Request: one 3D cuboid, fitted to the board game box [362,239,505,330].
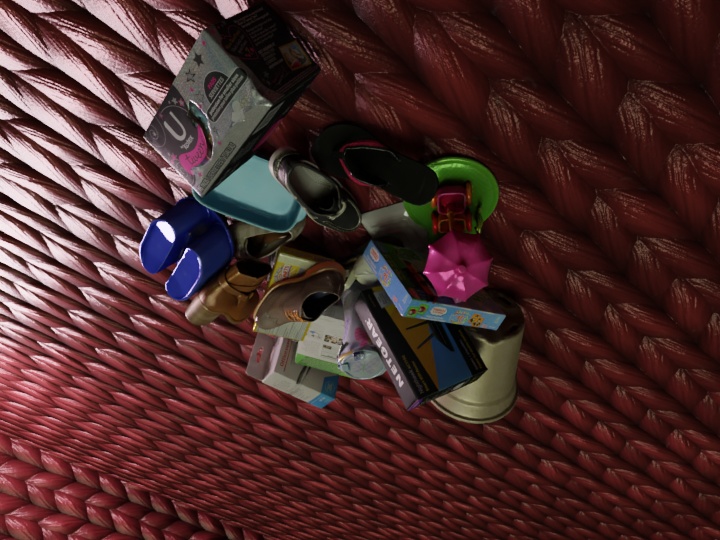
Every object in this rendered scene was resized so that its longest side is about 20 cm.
[{"bbox_3d":[0.116,0.024,0.878,0.197,0.152,0.037,12,119,-35],"label":"board game box"}]

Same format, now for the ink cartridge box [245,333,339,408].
[{"bbox_3d":[-0.145,0.211,1.242,0.198,0.118,0.068,29,138,-21],"label":"ink cartridge box"}]

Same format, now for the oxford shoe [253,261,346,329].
[{"bbox_3d":[-0.111,0.058,0.944,0.198,0.074,0.071,-32,125,25],"label":"oxford shoe"}]

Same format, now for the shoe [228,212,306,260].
[{"bbox_3d":[-0.183,-0.058,0.981,0.197,0.054,0.070,-18,132,32],"label":"shoe"}]

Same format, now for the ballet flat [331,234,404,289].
[{"bbox_3d":[0.000,0.000,0.968,0.068,0.069,0.198,37,144,-25],"label":"ballet flat"}]

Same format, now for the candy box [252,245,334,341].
[{"bbox_3d":[-0.123,0.048,1.003,0.100,0.027,0.202,15,129,-14],"label":"candy box"}]

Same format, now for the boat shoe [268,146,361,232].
[{"bbox_3d":[-0.056,-0.112,0.846,0.074,0.060,0.200,-46,134,0],"label":"boat shoe"}]

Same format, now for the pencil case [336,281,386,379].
[{"bbox_3d":[0.005,0.095,1.000,0.089,0.203,0.084,-13,135,16],"label":"pencil case"}]

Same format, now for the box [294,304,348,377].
[{"bbox_3d":[-0.056,0.144,1.136,0.141,0.037,0.202,15,138,-2],"label":"box"}]

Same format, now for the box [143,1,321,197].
[{"bbox_3d":[-0.169,-0.215,0.710,0.115,0.133,0.199,45,134,-9],"label":"box"}]

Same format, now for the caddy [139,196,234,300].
[{"bbox_3d":[-0.306,-0.040,0.996,0.142,0.105,0.200,46,135,-3],"label":"caddy"}]

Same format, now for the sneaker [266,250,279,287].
[{"bbox_3d":[-0.139,0.027,1.074,0.082,0.082,0.202,-6,144,-18],"label":"sneaker"}]

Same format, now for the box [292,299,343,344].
[{"bbox_3d":[-0.020,0.143,1.187,0.192,0.048,0.199,33,136,-27],"label":"box"}]

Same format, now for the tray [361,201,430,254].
[{"bbox_3d":[0.085,-0.034,0.965,0.106,0.022,0.201,-14,134,27],"label":"tray"}]

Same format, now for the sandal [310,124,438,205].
[{"bbox_3d":[0.016,-0.150,0.776,0.197,0.045,0.076,25,111,15],"label":"sandal"}]

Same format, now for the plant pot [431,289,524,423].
[{"bbox_3d":[0.218,0.143,1.030,0.196,0.202,0.186,9,130,4],"label":"plant pot"}]

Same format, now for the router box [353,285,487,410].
[{"bbox_3d":[0.097,0.111,0.920,0.147,0.202,0.051,-15,152,-28],"label":"router box"}]

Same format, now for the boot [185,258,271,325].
[{"bbox_3d":[-0.217,0.033,1.041,0.154,0.199,0.074,-41,83,24],"label":"boot"}]

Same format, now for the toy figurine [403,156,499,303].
[{"bbox_3d":[0.136,-0.029,0.816,0.147,0.187,0.202,-2,138,8],"label":"toy figurine"}]

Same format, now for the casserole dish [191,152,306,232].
[{"bbox_3d":[-0.175,-0.137,0.882,0.196,0.039,0.122,19,126,-10],"label":"casserole dish"}]
